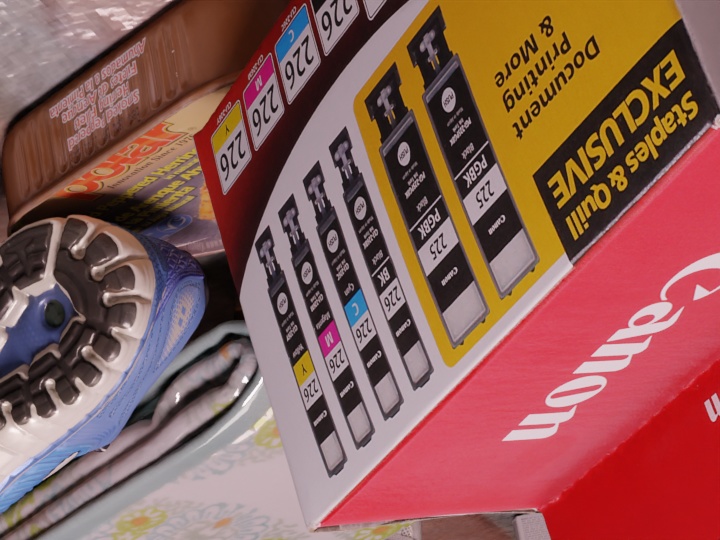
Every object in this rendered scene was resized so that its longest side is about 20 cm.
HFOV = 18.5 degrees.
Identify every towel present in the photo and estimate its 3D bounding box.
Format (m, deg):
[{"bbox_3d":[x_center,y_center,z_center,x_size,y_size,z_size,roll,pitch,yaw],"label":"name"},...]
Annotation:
[{"bbox_3d":[-0.056,0.095,0.984,0.200,0.048,0.171,-33,148,29],"label":"towel"}]

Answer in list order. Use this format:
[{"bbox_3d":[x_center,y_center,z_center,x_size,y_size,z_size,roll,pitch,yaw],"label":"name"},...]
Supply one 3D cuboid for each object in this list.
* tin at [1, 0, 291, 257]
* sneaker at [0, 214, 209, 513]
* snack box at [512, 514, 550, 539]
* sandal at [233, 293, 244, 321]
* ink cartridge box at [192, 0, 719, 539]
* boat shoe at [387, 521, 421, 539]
[{"bbox_3d":[-0.042,-0.048,0.725,0.112,0.042,0.200,-3,164,-41],"label":"tin"},{"bbox_3d":[-0.127,0.056,0.782,0.200,0.079,0.089,-37,162,24],"label":"sneaker"},{"bbox_3d":[0.233,0.231,1.885,0.200,0.072,0.024,-8,163,-10],"label":"snack box"},{"bbox_3d":[0.000,0.000,0.912,0.082,0.055,0.200,8,175,-16],"label":"sandal"},{"bbox_3d":[0.052,-0.017,0.557,0.084,0.176,0.200,-1,148,-32],"label":"ink cartridge box"},{"bbox_3d":[-0.037,0.194,1.569,0.200,0.069,0.071,0,164,-31],"label":"boat shoe"}]
